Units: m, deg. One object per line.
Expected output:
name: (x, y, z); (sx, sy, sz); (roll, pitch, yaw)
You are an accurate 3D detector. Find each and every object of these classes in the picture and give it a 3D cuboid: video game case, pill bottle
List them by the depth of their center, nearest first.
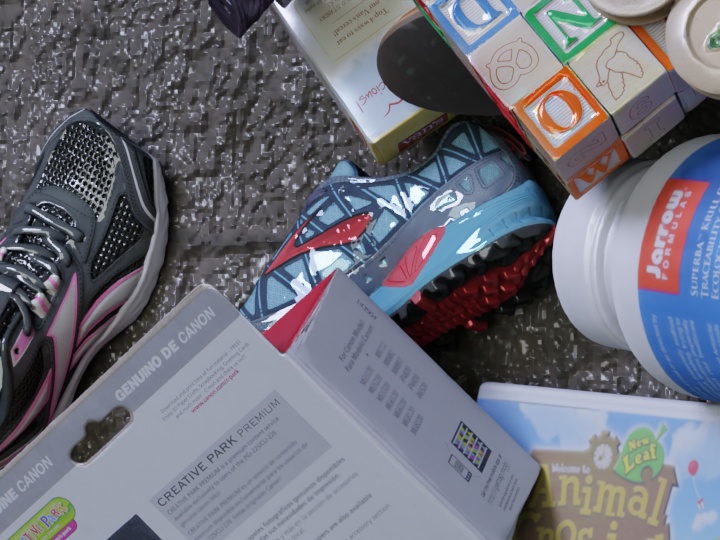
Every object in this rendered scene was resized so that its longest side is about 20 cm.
pill bottle: (0.172, 0.002, 1.127); (0.199, 0.112, 0.113); (7, 90, 52)
video game case: (0.110, 0.145, 1.198); (0.199, 0.022, 0.184); (3, 82, 49)

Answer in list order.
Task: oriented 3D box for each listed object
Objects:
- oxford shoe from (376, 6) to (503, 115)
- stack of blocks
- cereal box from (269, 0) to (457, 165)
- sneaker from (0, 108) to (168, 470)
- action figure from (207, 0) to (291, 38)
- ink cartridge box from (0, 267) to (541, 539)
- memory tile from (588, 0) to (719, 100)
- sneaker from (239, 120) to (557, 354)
oxford shoe: (0.101, -0.124, 1.213); (0.199, 0.072, 0.072); (-17, 40, 8)
stack of blocks: (0.126, -0.139, 1.131); (0.200, 0.059, 0.115); (-39, 70, 1)
cereal box: (0.012, -0.168, 1.280); (0.143, 0.040, 0.201); (-33, 73, -3)
sneaker: (-0.159, 0.020, 1.344); (0.080, 0.086, 0.201); (21, 95, 22)
action figure: (0.005, -0.187, 1.231); (0.200, 0.069, 0.130); (-40, 64, -9)
ink cartridge box: (-0.053, 0.101, 1.235); (0.176, 0.084, 0.200); (45, 120, -8)
memory tile: (0.189, -0.148, 1.064); (0.153, 0.017, 0.200); (43, 96, 21)
sneaker: (0.000, 0.000, 1.292); (0.199, 0.079, 0.096); (-27, 59, 16)
